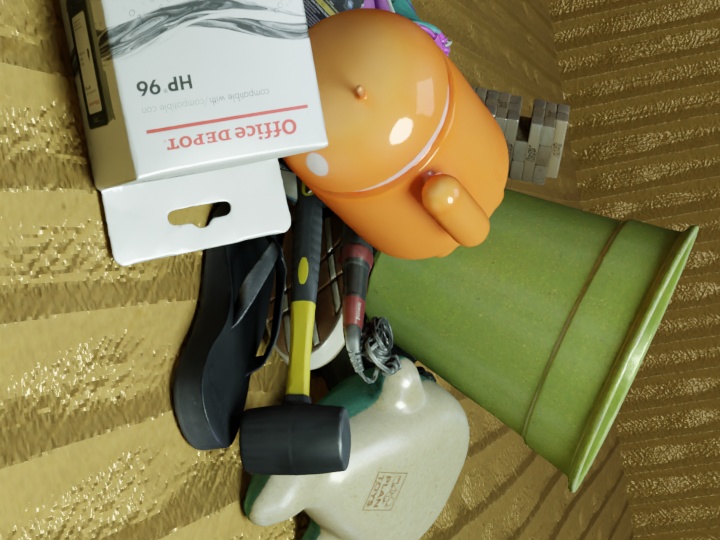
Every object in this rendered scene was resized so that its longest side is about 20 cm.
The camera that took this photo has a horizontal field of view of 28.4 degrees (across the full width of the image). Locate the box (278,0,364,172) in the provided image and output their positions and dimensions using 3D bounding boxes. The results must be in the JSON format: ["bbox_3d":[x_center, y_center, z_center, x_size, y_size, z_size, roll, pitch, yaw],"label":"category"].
[{"bbox_3d":[-0.065,-0.167,0.890,0.200,0.049,0.163,30,74,-63],"label":"box"}]

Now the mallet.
[{"bbox_3d":[-0.026,0.028,0.866,0.041,0.065,0.202,73,25,-64],"label":"mallet"}]

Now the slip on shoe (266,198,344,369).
[{"bbox_3d":[-0.026,-0.006,1.017,0.201,0.075,0.061,-95,158,-43],"label":"slip on shoe"}]

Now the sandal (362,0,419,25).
[{"bbox_3d":[0.017,-0.162,1.002,0.082,0.050,0.204,-14,71,-41],"label":"sandal"}]

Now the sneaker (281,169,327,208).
[{"bbox_3d":[-0.042,-0.132,1.021,0.073,0.071,0.202,84,1,-55],"label":"sneaker"}]

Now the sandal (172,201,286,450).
[{"bbox_3d":[-0.070,0.029,0.885,0.201,0.042,0.077,-83,158,-45],"label":"sandal"}]

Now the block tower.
[{"bbox_3d":[0.071,-0.123,1.182,0.054,0.198,0.058,-71,170,-60],"label":"block tower"}]

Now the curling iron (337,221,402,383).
[{"bbox_3d":[0.000,0.000,0.933,0.201,0.025,0.050,-97,162,-51],"label":"curling iron"}]

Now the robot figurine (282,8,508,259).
[{"bbox_3d":[0.017,-0.082,0.862,0.200,0.115,0.145,41,44,-56],"label":"robot figurine"}]

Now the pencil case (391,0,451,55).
[{"bbox_3d":[0.016,-0.199,1.153,0.201,0.091,0.086,-106,179,-55],"label":"pencil case"}]

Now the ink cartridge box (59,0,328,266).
[{"bbox_3d":[-0.088,-0.112,0.751,0.068,0.115,0.202,-3,-81,61],"label":"ink cartridge box"}]

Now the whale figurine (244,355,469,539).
[{"bbox_3d":[-0.013,0.123,0.961,0.199,0.103,0.161,7,110,-53],"label":"whale figurine"}]

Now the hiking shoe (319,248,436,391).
[{"bbox_3d":[0.027,0.026,1.128,0.076,0.100,0.201,66,21,-44],"label":"hiking shoe"}]

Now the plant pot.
[{"bbox_3d":[0.109,0.021,0.999,0.201,0.189,0.201,-57,165,-24],"label":"plant pot"}]
